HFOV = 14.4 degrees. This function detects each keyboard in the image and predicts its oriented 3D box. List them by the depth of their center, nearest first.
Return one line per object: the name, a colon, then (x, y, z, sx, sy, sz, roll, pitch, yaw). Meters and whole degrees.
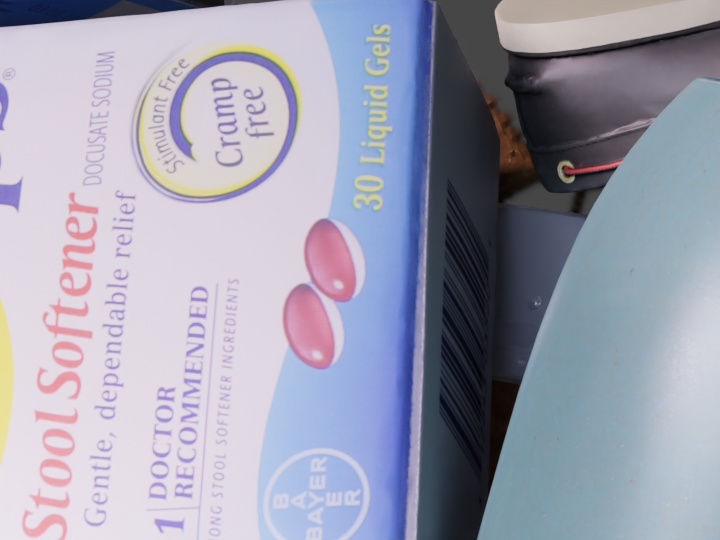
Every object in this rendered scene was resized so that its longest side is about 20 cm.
keyboard: (0.000, 0.000, 0.929, 0.200, 0.011, 0.056, 9, 85, 24)

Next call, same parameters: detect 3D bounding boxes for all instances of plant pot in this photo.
plant pot: (0.136, 0.037, 0.753, 0.200, 0.200, 0.161, 13, 96, 24)

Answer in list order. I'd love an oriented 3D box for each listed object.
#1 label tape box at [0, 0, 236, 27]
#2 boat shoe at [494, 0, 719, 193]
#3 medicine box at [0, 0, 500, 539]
label tape box: (-0.122, -0.170, 0.920, 0.063, 0.144, 0.200, -22, 78, 21)
boat shoe: (0.142, -0.066, 0.841, 0.201, 0.074, 0.063, -9, 108, 17)
medicine box: (-0.066, 0.026, 0.845, 0.199, 0.103, 0.183, -4, 64, 14)
